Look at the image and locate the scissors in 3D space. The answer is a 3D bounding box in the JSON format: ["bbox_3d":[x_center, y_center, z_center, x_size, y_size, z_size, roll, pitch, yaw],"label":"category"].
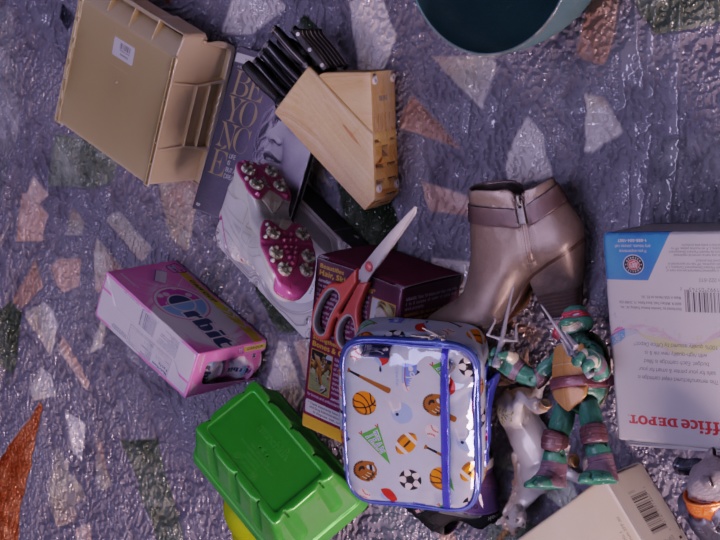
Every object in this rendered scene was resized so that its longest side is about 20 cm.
[{"bbox_3d":[0.000,0.000,1.639,0.073,0.014,0.201,42,124,32],"label":"scissors"}]

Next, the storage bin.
[{"bbox_3d":[-0.268,-0.234,1.938,0.199,0.093,0.200,34,119,34],"label":"storage bin"}]

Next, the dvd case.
[{"bbox_3d":[-0.113,-0.147,1.819,0.148,0.016,0.202,21,96,35],"label":"dvd case"}]

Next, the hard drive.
[{"bbox_3d":[-0.084,-0.031,1.839,0.200,0.038,0.140,46,125,29],"label":"hard drive"}]

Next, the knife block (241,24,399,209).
[{"bbox_3d":[-0.049,-0.171,1.732,0.174,0.064,0.202,2,99,27],"label":"knife block"}]

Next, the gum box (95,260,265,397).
[{"bbox_3d":[-0.219,0.072,1.929,0.200,0.113,0.067,38,122,33],"label":"gum box"}]

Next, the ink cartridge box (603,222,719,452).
[{"bbox_3d":[0.311,0.060,1.450,0.144,0.084,0.202,1,98,43],"label":"ink cartridge box"}]

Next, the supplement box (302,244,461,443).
[{"bbox_3d":[0.021,0.088,1.714,0.130,0.103,0.202,21,112,39],"label":"supplement box"}]

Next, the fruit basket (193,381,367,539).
[{"bbox_3d":[-0.102,0.257,1.863,0.216,0.155,0.216,49,169,13],"label":"fruit basket"}]

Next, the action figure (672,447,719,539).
[{"bbox_3d":[0.357,0.239,1.393,0.199,0.105,0.194,-3,129,55],"label":"action figure"}]

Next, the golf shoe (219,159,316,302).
[{"bbox_3d":[-0.106,-0.030,1.743,0.092,0.075,0.201,-53,40,32],"label":"golf shoe"}]

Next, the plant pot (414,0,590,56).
[{"bbox_3d":[0.159,-0.307,1.492,0.199,0.134,0.202,9,103,42],"label":"plant pot"}]

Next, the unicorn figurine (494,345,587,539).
[{"bbox_3d":[0.179,0.188,1.615,0.137,0.073,0.202,-30,62,53],"label":"unicorn figurine"}]

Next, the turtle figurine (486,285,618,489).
[{"bbox_3d":[0.198,0.105,1.504,0.149,0.100,0.202,-25,65,60],"label":"turtle figurine"}]

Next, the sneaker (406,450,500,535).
[{"bbox_3d":[0.066,0.250,1.725,0.199,0.075,0.088,-7,99,44],"label":"sneaker"}]

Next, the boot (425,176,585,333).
[{"bbox_3d":[0.137,-0.016,1.594,0.198,0.070,0.147,-12,105,24],"label":"boot"}]

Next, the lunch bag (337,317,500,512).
[{"bbox_3d":[0.061,0.143,1.596,0.159,0.076,0.202,5,112,16],"label":"lunch bag"}]

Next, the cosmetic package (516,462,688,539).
[{"bbox_3d":[0.225,0.289,1.581,0.200,0.073,0.104,-46,67,37],"label":"cosmetic package"}]
